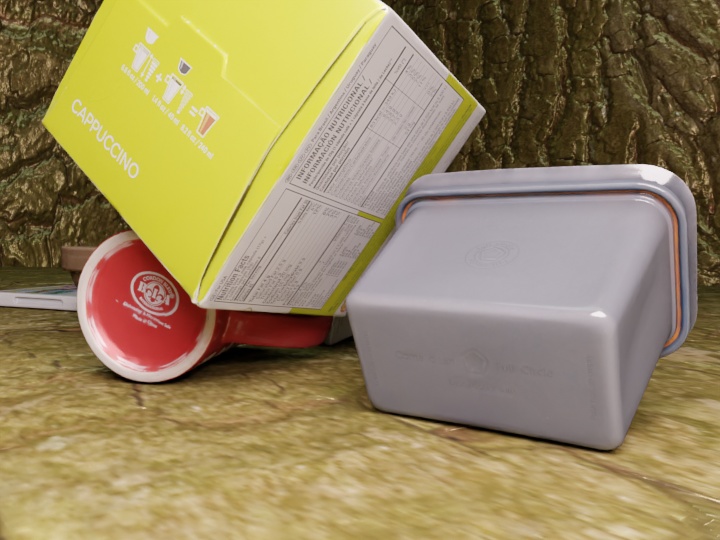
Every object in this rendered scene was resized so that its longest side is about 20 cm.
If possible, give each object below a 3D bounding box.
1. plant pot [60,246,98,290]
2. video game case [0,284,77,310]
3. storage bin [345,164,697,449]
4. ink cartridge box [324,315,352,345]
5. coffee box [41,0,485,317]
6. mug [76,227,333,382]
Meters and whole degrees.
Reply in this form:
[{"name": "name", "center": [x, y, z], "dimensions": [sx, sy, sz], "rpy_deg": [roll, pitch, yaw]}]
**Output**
[{"name": "plant pot", "center": [-0.243, 0.020, 0.803], "dimensions": [0.194, 0.096, 0.201], "rpy_deg": [1, 1, 0]}, {"name": "video game case", "center": [-0.432, 0.041, 1.076], "dimensions": [0.177, 0.024, 0.199], "rpy_deg": [2, 3, 16]}, {"name": "storage bin", "center": [0.092, 0.032, 0.424], "dimensions": [0.196, 0.149, 0.134], "rpy_deg": [3, 30, 33]}, {"name": "ink cartridge box", "center": [0.000, 0.000, 0.785], "dimensions": [0.114, 0.069, 0.198], "rpy_deg": [32, 34, 32]}, {"name": "coffee box", "center": [-0.063, -0.111, 0.496], "dimensions": [0.199, 0.202, 0.197], "rpy_deg": [42, 14, 23]}, {"name": "mug", "center": [-0.120, 0.011, 0.578], "dimensions": [0.172, 0.138, 0.200], "rpy_deg": [-8, 4, 8]}]
